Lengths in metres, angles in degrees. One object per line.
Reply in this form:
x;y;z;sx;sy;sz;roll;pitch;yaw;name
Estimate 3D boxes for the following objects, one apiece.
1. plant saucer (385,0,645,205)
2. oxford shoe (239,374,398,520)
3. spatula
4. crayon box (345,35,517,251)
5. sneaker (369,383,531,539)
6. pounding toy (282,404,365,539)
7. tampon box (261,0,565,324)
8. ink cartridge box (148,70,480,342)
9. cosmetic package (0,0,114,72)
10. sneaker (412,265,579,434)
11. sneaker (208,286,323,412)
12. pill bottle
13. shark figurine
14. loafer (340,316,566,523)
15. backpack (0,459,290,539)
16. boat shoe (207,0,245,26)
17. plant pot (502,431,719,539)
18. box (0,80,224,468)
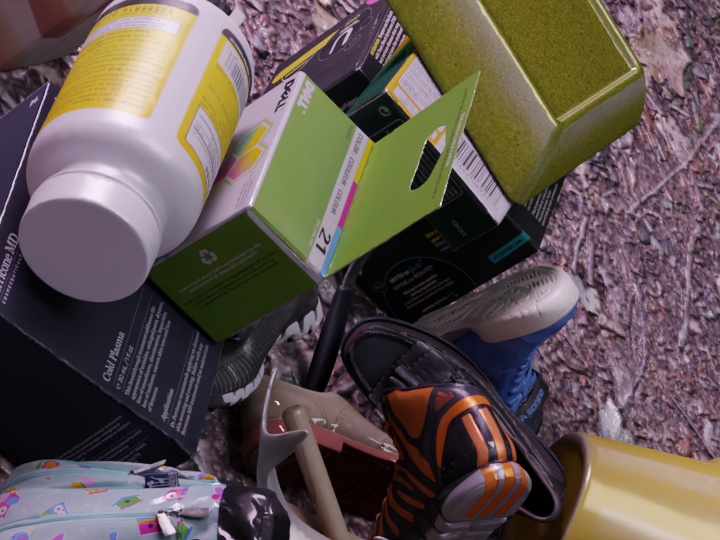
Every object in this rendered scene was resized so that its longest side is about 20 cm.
0.122;-0.170;1.808;0.200;0.048;0.200;58;39;-2;plant saucer
-0.002;0.122;1.780;0.200;0.070;0.075;26;40;-39;oxford shoe
0.000;0.000;1.804;0.021;0.200;0.056;29;11;38;spatula
0.079;-0.121;1.809;0.126;0.052;0.200;49;41;-12;crayon box
0.043;0.145;1.714;0.077;0.200;0.112;0;56;-36;sneaker
-0.026;0.228;1.613;0.184;0.142;0.200;30;45;-34;pounding toy
0.033;-0.088;1.900;0.200;0.150;0.126;44;40;-18;tampon box
-0.030;-0.063;1.594;0.076;0.200;0.148;43;38;-21;ink cartridge box
-0.185;-0.227;1.704;0.087;0.200;0.103;-24;83;-55;cosmetic package
0.115;0.070;1.845;0.111;0.200;0.077;51;51;-12;sneaker
-0.082;0.025;1.730;0.200;0.066;0.091;-42;143;-56;sneaker
-0.141;-0.076;1.548;0.111;0.111;0.200;43;38;-20;pill bottle
-0.004;0.171;1.543;0.214;0.128;0.090;39;23;-6;shark figurine
0.071;0.107;1.787;0.200;0.072;0.063;40;7;-10;loafer
-0.137;0.188;1.481;0.127;0.200;0.167;-73;160;-51;backpack
-0.148;-0.164;1.810;0.066;0.074;0.199;50;37;-8;boat shoe
0.215;0.217;1.877;0.189;0.201;0.201;25;46;-15;plant pot
-0.185;0.017;1.611;0.182;0.104;0.200;40;40;-25;box
